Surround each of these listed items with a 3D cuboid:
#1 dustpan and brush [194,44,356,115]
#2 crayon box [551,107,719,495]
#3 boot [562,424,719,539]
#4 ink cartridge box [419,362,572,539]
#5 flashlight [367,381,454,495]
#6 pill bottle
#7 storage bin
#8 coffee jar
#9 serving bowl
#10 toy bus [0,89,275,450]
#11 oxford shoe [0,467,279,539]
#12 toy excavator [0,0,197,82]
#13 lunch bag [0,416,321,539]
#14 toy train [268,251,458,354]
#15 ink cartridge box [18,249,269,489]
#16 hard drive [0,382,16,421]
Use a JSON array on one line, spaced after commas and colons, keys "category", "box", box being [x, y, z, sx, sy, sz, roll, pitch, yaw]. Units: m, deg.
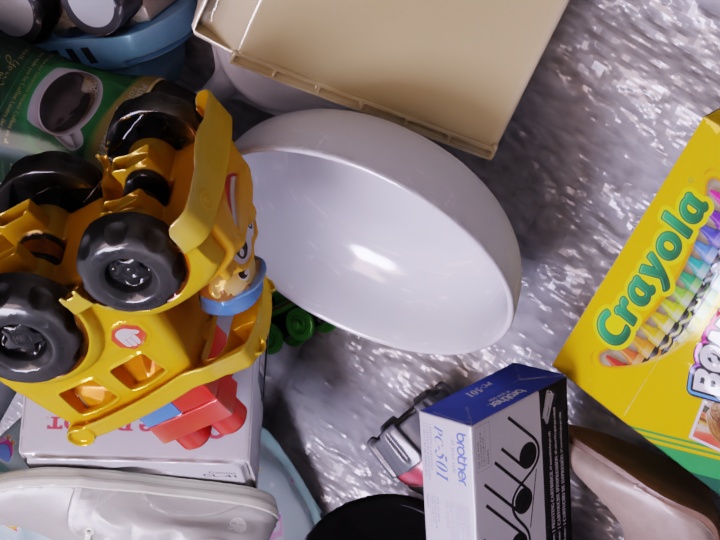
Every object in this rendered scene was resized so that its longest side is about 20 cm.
[{"category": "dustpan and brush", "box": [-0.065, -0.133, 1.561, 0.200, 0.057, 0.140, -36, 96, 10]}, {"category": "crayon box", "box": [0.234, 0.028, 1.462, 0.172, 0.058, 0.200, 37, 123, 13]}, {"category": "boot", "box": [0.188, 0.200, 1.539, 0.200, 0.070, 0.147, 27, 110, 9]}, {"category": "ink cartridge box", "box": [0.086, 0.167, 1.510, 0.044, 0.094, 0.201, 14, 116, 40]}, {"category": "flashlight", "box": [0.089, 0.169, 1.601, 0.068, 0.068, 0.200, -38, 92, -2]}, {"category": "pill bottle", "box": [0.026, 0.248, 1.610, 0.112, 0.112, 0.200, 14, 140, 25]}, {"category": "storage bin", "box": [0.029, -0.195, 1.425, 0.198, 0.094, 0.200, 20, 122, -10]}, {"category": "coffee jar", "box": [-0.193, -0.086, 1.541, 0.199, 0.104, 0.085, 18, 149, 13]}, {"category": "serving bowl", "box": [0.010, -0.034, 1.482, 0.200, 0.066, 0.200, 21, 152, 11]}, {"category": "toy bus", "box": [-0.118, 0.018, 1.441, 0.200, 0.136, 0.192, -28, 123, 29]}, {"category": "oxford shoe", "box": [-0.151, 0.159, 1.539, 0.199, 0.075, 0.058, 6, 71, -5]}, {"category": "toy excavator", "box": [-0.180, -0.119, 1.634, 0.194, 0.100, 0.201, -2, 116, 32]}, {"category": "lunch bag", "box": [-0.142, 0.163, 1.663, 0.200, 0.170, 0.122, 37, 138, 11]}, {"category": "toy train", "box": [0.000, 0.000, 1.602, 0.200, 0.042, 0.057, -24, 86, 35]}, {"category": "ink cartridge box", "box": [-0.132, 0.037, 1.579, 0.147, 0.086, 0.201, 2, 71, 4]}, {"category": "hard drive", "box": [-0.240, 0.040, 1.623, 0.026, 0.200, 0.132, 16, 140, 10]}]
